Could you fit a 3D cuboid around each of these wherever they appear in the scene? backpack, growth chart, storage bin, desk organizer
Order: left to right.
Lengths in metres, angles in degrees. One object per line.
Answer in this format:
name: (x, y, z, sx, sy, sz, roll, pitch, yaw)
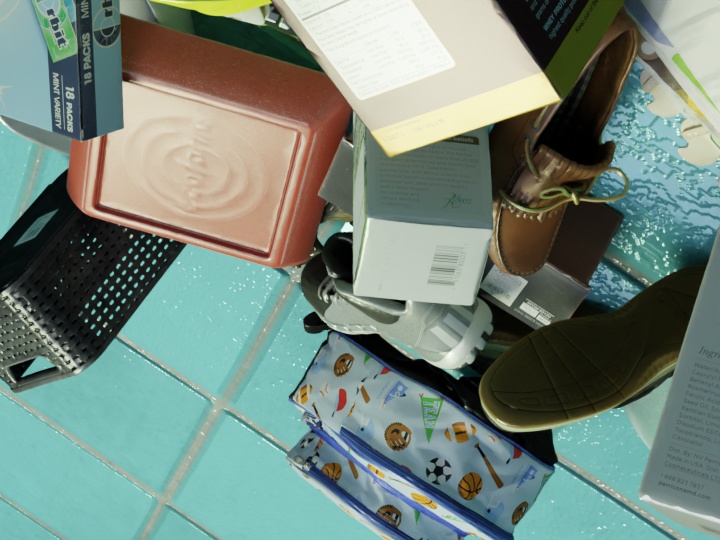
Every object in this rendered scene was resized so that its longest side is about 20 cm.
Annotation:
storage bin: (-0.236, -0.008, 1.310, 0.135, 0.200, 0.094, -17, 120, 47)
backpack: (0.048, 0.137, 1.219, 0.200, 0.155, 0.190, 28, 173, -32)
desk organizer: (0.079, -0.046, 1.129, 0.199, 0.077, 0.072, 32, 144, 3)
growth chart: (0.226, -0.134, 0.969, 0.144, 0.018, 0.200, -12, 123, 45)

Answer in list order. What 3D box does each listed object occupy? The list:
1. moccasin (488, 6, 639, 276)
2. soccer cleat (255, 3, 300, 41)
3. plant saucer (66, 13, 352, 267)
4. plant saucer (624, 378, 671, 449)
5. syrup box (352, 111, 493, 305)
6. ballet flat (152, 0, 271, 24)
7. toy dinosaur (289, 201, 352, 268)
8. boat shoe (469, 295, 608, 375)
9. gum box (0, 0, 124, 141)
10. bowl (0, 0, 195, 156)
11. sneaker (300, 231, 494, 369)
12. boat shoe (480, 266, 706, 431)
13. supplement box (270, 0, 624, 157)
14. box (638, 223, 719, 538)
moccasin: (0.129, -0.079, 1.004, 0.078, 0.073, 0.202, 47, 129, 39)
soccer cleat: (-0.077, -0.229, 1.059, 0.200, 0.068, 0.081, 39, 140, -2)
plant saucer: (-0.119, -0.083, 1.163, 0.199, 0.037, 0.200, 17, 139, -2)
plant saucer: (0.283, 0.124, 1.194, 0.200, 0.039, 0.202, 22, 142, 18)
syrup box: (0.037, -0.082, 1.013, 0.081, 0.201, 0.079, 5, 142, -5)
ballet flat: (-0.050, -0.192, 1.014, 0.199, 0.067, 0.067, -14, 147, -2)
toy dinosaur: (-0.022, -0.044, 1.240, 0.199, 0.048, 0.088, 11, 131, 24)
boat shoe: (0.102, 0.053, 1.226, 0.199, 0.073, 0.065, 14, 135, 26)
gum box: (-0.249, -0.196, 1.099, 0.199, 0.044, 0.171, 19, 119, 35)
bowl: (-0.203, -0.176, 1.206, 0.199, 0.075, 0.201, 18, 141, 21)
sneaker: (0.000, 0.000, 1.141, 0.200, 0.075, 0.115, 18, 165, 49)
boat shoe: (0.171, 0.065, 1.087, 0.073, 0.199, 0.065, 61, 163, 26)
supplement box: (0.046, -0.212, 0.869, 0.132, 0.198, 0.200, -14, 123, 45)
box: (0.261, 0.070, 0.977, 0.106, 0.201, 0.152, 16, 172, 23)
